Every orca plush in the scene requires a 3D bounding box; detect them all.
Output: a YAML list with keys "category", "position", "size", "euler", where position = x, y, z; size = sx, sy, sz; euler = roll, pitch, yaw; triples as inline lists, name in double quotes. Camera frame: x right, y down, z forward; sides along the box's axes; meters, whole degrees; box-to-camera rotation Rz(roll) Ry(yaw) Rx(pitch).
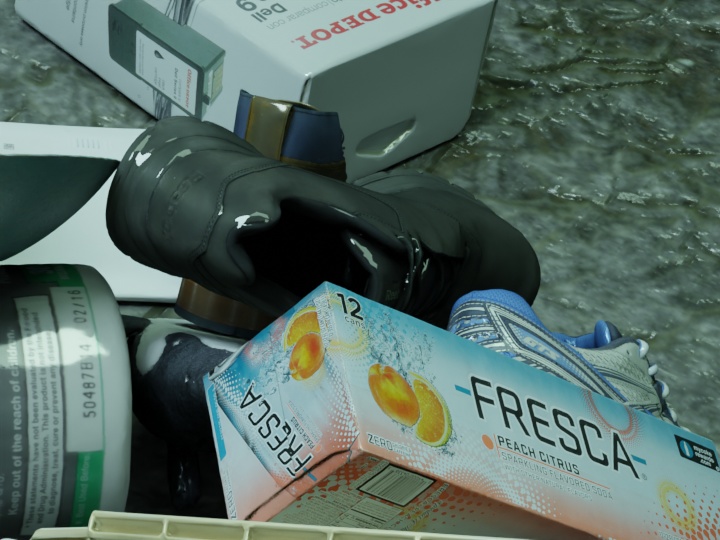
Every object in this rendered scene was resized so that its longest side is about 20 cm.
- category: "orca plush"
  position: [-0.049, 0.064, 1.012]
  size: [0.105, 0.071, 0.200]
  euler: [10, 1, -29]

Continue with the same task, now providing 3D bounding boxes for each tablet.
- category: "tablet"
  position: [-0.180, -0.032, 1.173]
  size: [0.200, 0.014, 0.130]
  euler: [2, 38, -14]

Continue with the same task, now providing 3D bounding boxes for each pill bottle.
- category: "pill bottle"
  position: [-0.194, 0.056, 0.966]
  size: [0.200, 0.113, 0.113]
  euler: [-2, 39, -19]

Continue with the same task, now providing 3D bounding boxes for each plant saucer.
- category: "plant saucer"
  position: [-0.188, -0.020, 0.951]
  size: [0.201, 0.039, 0.201]
  euler: [-3, 0, 0]

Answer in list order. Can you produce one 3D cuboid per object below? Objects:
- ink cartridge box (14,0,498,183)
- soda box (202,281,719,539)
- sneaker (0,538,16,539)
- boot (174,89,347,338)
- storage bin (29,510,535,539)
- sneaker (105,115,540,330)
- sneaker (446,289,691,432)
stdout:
- category: "ink cartridge box"
  position: [-0.052, -0.133, 1.286]
  size: [0.200, 0.084, 0.146]
  euler: [36, 42, 27]
- category: "soda box"
  position: [0.043, 0.073, 0.859]
  size: [0.200, 0.064, 0.068]
  euler: [24, 41, -39]
- category: "sneaker"
  position: [-0.092, 0.200, 0.859]
  size: [0.200, 0.081, 0.147]
  euler: [38, 64, 0]
- category: "boot"
  position: [-0.020, -0.033, 1.108]
  size: [0.075, 0.097, 0.200]
  euler: [15, 12, 10]
- category: "storage bin"
  position: [-0.015, 0.182, 0.748]
  size: [0.198, 0.094, 0.200]
  euler: [1, 69, 26]
- category: "sneaker"
  position: [0.000, 0.000, 0.982]
  size: [0.200, 0.076, 0.091]
  euler: [9, 14, -40]
- category: "sneaker"
  position: [0.102, 0.064, 1.009]
  size: [0.200, 0.077, 0.085]
  euler: [33, 47, -42]
